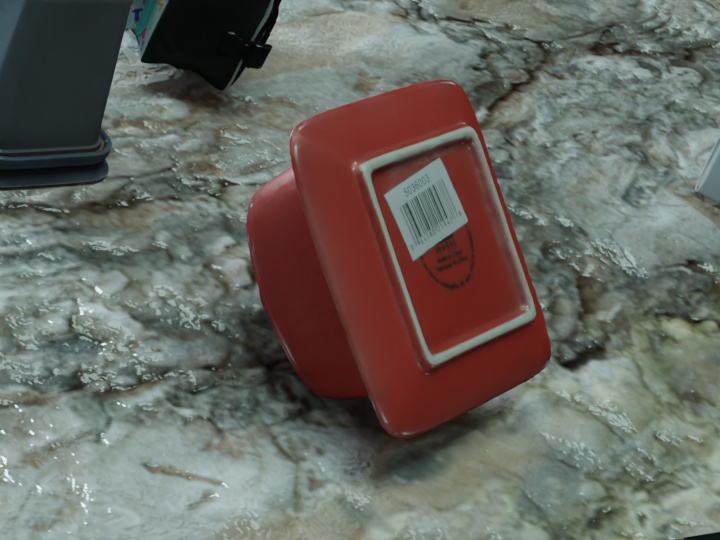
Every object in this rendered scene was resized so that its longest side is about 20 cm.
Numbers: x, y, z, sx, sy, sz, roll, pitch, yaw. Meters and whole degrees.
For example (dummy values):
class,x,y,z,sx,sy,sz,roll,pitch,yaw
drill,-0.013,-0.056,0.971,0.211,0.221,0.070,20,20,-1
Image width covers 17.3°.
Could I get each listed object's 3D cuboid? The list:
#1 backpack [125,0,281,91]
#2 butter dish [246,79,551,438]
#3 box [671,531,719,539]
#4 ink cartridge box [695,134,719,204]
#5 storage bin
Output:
class,x,y,z,sx,sy,sz,roll,pitch,yaw
backpack,-0.120,-0.248,1.761,0.151,0.178,0.200,22,24,-12
butter dish,0.000,0.000,1.464,0.200,0.148,0.200,-22,95,-52
box,0.255,0.226,1.341,0.198,0.050,0.200,-3,37,-40
ink cartridge box,0.380,-0.096,1.954,0.145,0.084,0.200,29,29,11
storage bin,-0.248,-0.166,1.567,0.146,0.134,0.200,-6,38,-43
